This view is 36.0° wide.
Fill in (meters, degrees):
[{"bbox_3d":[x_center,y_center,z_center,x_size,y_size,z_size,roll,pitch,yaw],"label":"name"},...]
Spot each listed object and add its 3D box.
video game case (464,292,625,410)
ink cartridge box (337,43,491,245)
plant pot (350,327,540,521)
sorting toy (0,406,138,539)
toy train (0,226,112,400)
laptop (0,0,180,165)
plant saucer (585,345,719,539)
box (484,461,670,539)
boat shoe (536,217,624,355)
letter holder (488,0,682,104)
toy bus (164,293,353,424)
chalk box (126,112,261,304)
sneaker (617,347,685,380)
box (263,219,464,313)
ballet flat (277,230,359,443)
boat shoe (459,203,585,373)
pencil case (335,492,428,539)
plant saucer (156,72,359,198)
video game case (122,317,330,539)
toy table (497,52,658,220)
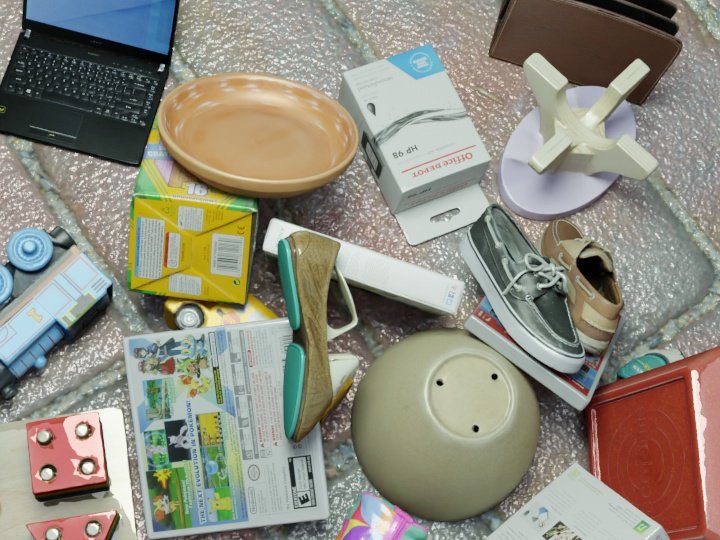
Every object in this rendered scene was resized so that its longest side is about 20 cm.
[{"bbox_3d":[0.198,0.053,1.162,0.143,0.017,0.200,36,32,6],"label":"video game case"},{"bbox_3d":[0.068,-0.143,1.251,0.115,0.067,0.201,-21,74,-15],"label":"ink cartridge box"},{"bbox_3d":[0.096,0.142,1.115,0.199,0.135,0.201,2,70,-6],"label":"plant pot"},{"bbox_3d":[-0.318,0.237,1.058,0.199,0.070,0.200,-7,71,-11],"label":"sorting toy"},{"bbox_3d":[-0.347,0.045,1.118,0.114,0.087,0.200,43,70,2],"label":"toy train"},{"bbox_3d":[-0.303,-0.242,1.218,0.176,0.103,0.201,14,69,-2],"label":"laptop"},{"bbox_3d":[0.287,0.190,1.089,0.037,0.200,0.201,10,68,-25],"label":"plant saucer"},{"bbox_3d":[0.178,0.285,1.060,0.200,0.144,0.036,-37,116,-9],"label":"box"},{"bbox_3d":[0.241,0.003,1.181,0.075,0.072,0.200,18,34,-19],"label":"boat shoe"},{"bbox_3d":[0.269,-0.298,1.295,0.199,0.142,0.101,17,69,-1],"label":"letter holder"},{"bbox_3d":[-0.109,0.084,1.145,0.200,0.065,0.078,39,70,7],"label":"toy bus"},{"bbox_3d":[-0.164,-0.079,1.148,0.123,0.125,0.200,7,37,-5],"label":"chalk box"},{"bbox_3d":[0.330,0.183,1.177,0.079,0.078,0.201,-16,67,7],"label":"sneaker"},{"bbox_3d":[0.000,0.000,1.140,0.199,0.144,0.037,20,86,-1],"label":"box"},{"bbox_3d":[-0.038,0.062,1.044,0.072,0.068,0.201,-3,94,-18],"label":"ballet flat"},{"bbox_3d":[0.172,0.013,1.112,0.073,0.068,0.200,9,38,-34],"label":"boat shoe"},{"bbox_3d":[-0.012,0.315,1.065,0.088,0.088,0.201,28,68,3],"label":"pencil case"},{"bbox_3d":[-0.101,-0.131,1.099,0.199,0.038,0.201,8,37,-6],"label":"plant saucer"},{"bbox_3d":[-0.130,0.154,1.088,0.181,0.022,0.201,-7,92,1],"label":"video game case"},{"bbox_3d":[0.246,-0.156,1.255,0.183,0.117,0.200,34,70,5],"label":"toy table"}]
